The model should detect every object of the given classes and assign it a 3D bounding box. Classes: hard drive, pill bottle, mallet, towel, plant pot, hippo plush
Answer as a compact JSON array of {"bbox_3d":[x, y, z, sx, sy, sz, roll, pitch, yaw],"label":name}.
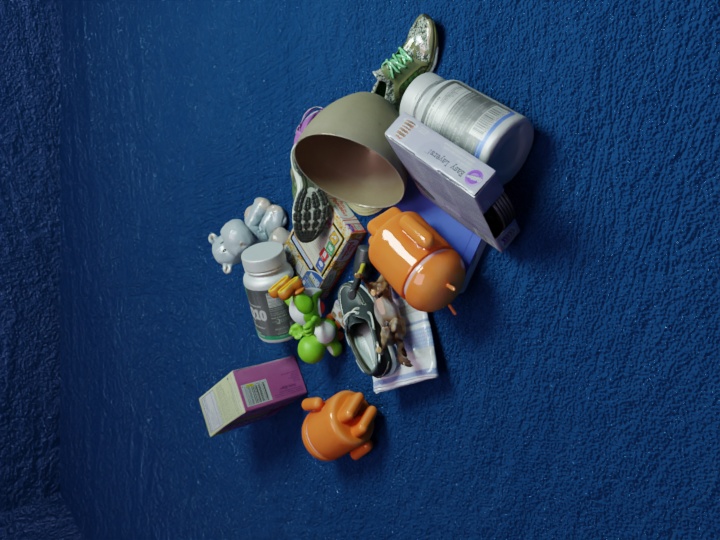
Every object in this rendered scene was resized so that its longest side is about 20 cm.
[{"bbox_3d":[0.130,-0.072,1.008,0.200,0.025,0.134,42,124,35],"label":"hard drive"},{"bbox_3d":[-0.195,0.047,1.272,0.112,0.112,0.204,19,128,43],"label":"pill bottle"},{"bbox_3d":[0.000,0.000,1.061,0.040,0.200,0.067,11,102,4],"label":"mallet"},{"bbox_3d":[0.066,0.115,1.068,0.145,0.024,0.204,-20,71,34],"label":"towel"},{"bbox_3d":[0.001,-0.219,0.979,0.198,0.199,0.137,-3,59,47],"label":"plant pot"},{"bbox_3d":[-0.275,-0.080,1.344,0.200,0.159,0.162,-42,66,41],"label":"hippo plush"},{"bbox_3d":[0.158,-0.223,0.893,0.200,0.112,0.115,43,124,35],"label":"pill bottle"}]

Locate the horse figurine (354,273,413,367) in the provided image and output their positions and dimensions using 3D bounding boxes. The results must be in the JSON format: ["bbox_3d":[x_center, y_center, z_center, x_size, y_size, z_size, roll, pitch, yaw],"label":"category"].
[{"bbox_3d":[0.045,0.075,1.016,0.049,0.132,0.204,-21,81,17],"label":"horse figurine"}]

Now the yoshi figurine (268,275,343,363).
[{"bbox_3d":[-0.118,0.116,1.196,0.111,0.113,0.201,-26,112,24],"label":"yoshi figurine"}]

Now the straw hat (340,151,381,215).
[{"bbox_3d":[-0.020,-0.207,1.106,0.199,0.084,0.206,10,103,46],"label":"straw hat"}]

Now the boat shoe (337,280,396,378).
[{"bbox_3d":[0.002,0.103,1.066,0.076,0.060,0.202,-44,59,24],"label":"boat shoe"}]

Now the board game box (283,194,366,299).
[{"bbox_3d":[-0.084,-0.061,1.224,0.153,0.046,0.201,55,131,27],"label":"board game box"}]

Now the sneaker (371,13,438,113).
[{"bbox_3d":[0.065,-0.342,0.993,0.077,0.088,0.202,48,127,31],"label":"sneaker"}]

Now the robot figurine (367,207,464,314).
[{"bbox_3d":[0.092,-0.014,0.946,0.200,0.115,0.145,49,122,31],"label":"robot figurine"}]

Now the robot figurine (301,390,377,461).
[{"bbox_3d":[-0.049,0.322,1.193,0.200,0.142,0.119,-42,44,42],"label":"robot figurine"}]

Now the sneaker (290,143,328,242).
[{"bbox_3d":[-0.109,-0.159,1.165,0.088,0.075,0.205,-166,77,-72],"label":"sneaker"}]

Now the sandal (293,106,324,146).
[{"bbox_3d":[-0.100,-0.299,1.180,0.201,0.049,0.084,-7,69,59],"label":"sandal"}]

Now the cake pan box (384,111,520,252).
[{"bbox_3d":[0.142,-0.127,0.861,0.052,0.184,0.200,-48,55,1],"label":"cake pan box"}]

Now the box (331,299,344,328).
[{"bbox_3d":[0.015,0.129,1.151,0.200,0.041,0.039,43,124,35],"label":"box"}]

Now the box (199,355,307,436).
[{"bbox_3d":[-0.257,0.299,1.369,0.199,0.174,0.098,-38,69,42],"label":"box"}]
